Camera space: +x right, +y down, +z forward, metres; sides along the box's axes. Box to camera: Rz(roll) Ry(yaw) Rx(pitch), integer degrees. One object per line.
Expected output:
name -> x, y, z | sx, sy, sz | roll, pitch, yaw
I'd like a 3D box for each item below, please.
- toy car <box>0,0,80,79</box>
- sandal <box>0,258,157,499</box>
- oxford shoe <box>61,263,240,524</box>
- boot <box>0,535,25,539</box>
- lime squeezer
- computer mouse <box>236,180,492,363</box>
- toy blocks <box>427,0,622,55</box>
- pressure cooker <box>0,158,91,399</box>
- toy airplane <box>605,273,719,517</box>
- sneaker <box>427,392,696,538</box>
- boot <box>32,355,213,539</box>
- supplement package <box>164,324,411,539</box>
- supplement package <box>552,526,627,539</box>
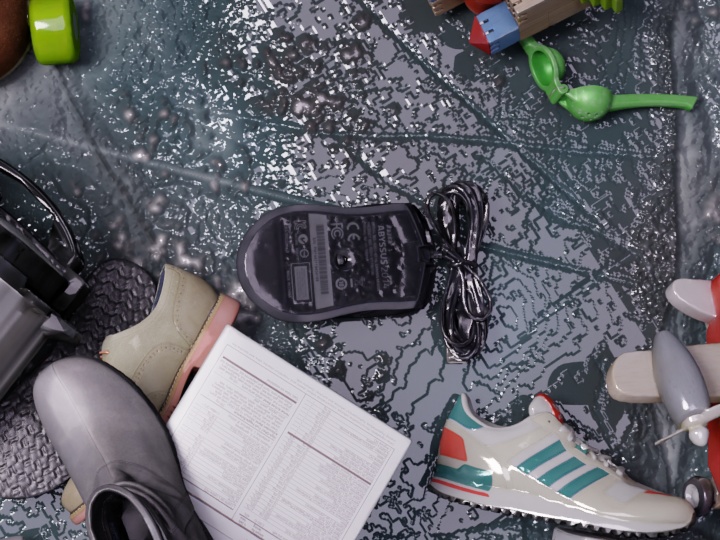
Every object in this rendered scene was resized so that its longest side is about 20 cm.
toy car -> -0.297, -0.226, 0.945 | 0.162, 0.200, 0.160 | -6, 84, -4
sandal -> -0.215, 0.085, 1.003 | 0.075, 0.045, 0.201 | 31, 68, -6
oxford shoe -> -0.167, 0.087, 0.971 | 0.074, 0.071, 0.201 | 35, 64, -10
boot -> -0.318, 0.269, 0.965 | 0.198, 0.074, 0.097 | -23, 92, 3
lime squeezer -> 0.168, -0.162, 1.053 | 0.199, 0.038, 0.071 | 32, 83, 1
computer mouse -> 0.000, 0.000, 1.021 | 0.197, 0.053, 0.140 | 1, 85, -15
toy blocks -> 0.095, -0.251, 1.027 | 0.136, 0.100, 0.202 | -26, 74, 3
pressure cooker -> -0.295, 0.013, 0.928 | 0.201, 0.178, 0.176 | -54, 131, -10
toy airplane -> 0.298, 0.083, 0.982 | 0.199, 0.141, 0.200 | 47, 69, -7
sneaker -> 0.152, 0.141, 0.991 | 0.197, 0.070, 0.095 | 8, 81, 13
boot -> -0.141, 0.131, 0.803 | 0.070, 0.132, 0.201 | -36, 82, -3
supplement package -> -0.080, 0.167, 0.943 | 0.150, 0.152, 0.201 | 31, 83, 2
supplement package -> 0.238, 0.262, 0.975 | 0.197, 0.114, 0.111 | 10, 82, -1
